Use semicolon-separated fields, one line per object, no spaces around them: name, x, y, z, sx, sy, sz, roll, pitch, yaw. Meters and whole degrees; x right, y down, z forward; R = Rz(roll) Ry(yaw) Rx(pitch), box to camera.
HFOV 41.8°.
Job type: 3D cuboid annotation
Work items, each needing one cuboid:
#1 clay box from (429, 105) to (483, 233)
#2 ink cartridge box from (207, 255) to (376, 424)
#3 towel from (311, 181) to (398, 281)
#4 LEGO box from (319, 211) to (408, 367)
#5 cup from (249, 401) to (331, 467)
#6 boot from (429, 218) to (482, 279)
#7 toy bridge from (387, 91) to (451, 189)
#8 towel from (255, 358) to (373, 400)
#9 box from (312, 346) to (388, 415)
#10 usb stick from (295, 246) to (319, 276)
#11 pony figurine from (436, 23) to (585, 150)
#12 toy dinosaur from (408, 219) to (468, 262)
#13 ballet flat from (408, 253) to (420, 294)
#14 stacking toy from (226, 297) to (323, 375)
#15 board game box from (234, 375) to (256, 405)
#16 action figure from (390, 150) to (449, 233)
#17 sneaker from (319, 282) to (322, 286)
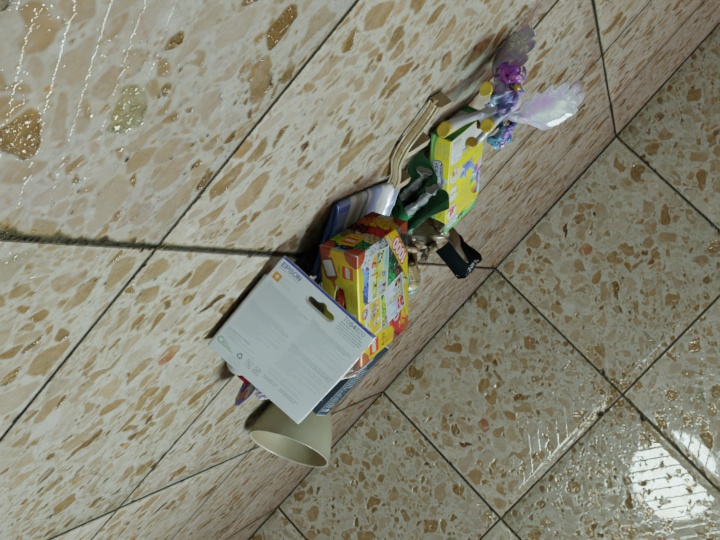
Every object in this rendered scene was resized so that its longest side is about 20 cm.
clay box;0.168;-0.176;1.675;0.115;0.047;0.202;-40;146;-37
ink cartridge box;-0.106;0.106;1.484;0.200;0.199;0.041;-47;-174;16
towel;-0.005;-0.069;1.586;0.199;0.024;0.149;-27;141;-55
LEGO box;0.009;0.028;1.545;0.148;0.076;0.203;-36;132;-45
cup;-0.145;0.356;2.223;0.201;0.197;0.145;108;3;-64
boot;0.184;-0.077;1.927;0.076;0.168;0.201;-40;166;-18
toy bridge;0.084;-0.204;1.526;0.067;0.027;0.201;-35;162;-39
towel;-0.081;0.185;1.747;0.197;0.033;0.191;-15;-178;13
box;-0.063;0.177;1.957;0.200;0.148;0.107;-45;168;0
usb stick;-0.047;-0.031;1.625;0.199;0.033;0.056;-29;159;-54
pony figurine;0.237;-0.276;1.532;0.193;0.168;0.199;-41;171;37
toy dinosaur;0.127;-0.074;1.802;0.135;0.197;0.087;-18;121;-67
ballet flat;0.082;-0.028;1.882;0.069;0.201;0.066;-14;119;-4
stacking toy;-0.154;0.122;1.614;0.199;0.148;0.146;-32;176;31
board game box;-0.181;0.152;1.722;0.201;0.039;0.158;-53;-170;-9
action figure;0.074;-0.107;1.676;0.054;0.120;0.200;-6;154;-33
sneaker;0.000;0.000;1.778;0.199;0.076;0.116;-31;163;-41
